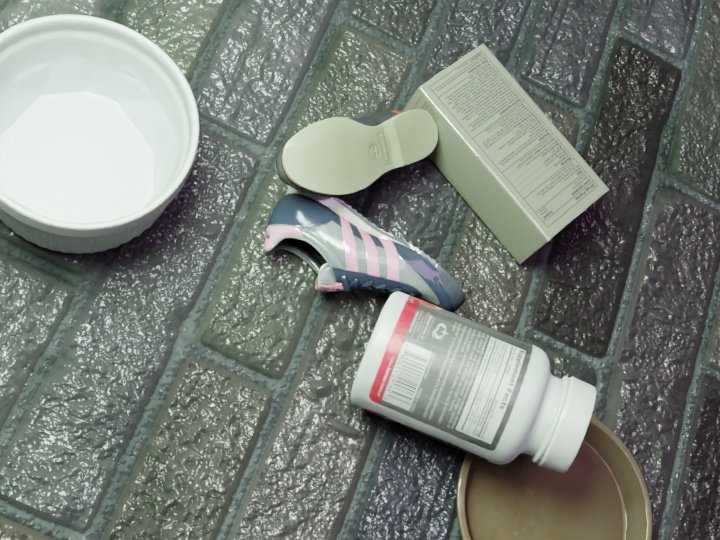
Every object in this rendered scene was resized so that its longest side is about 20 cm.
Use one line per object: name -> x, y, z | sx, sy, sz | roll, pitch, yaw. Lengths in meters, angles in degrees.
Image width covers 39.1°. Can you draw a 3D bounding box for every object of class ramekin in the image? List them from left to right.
ramekin -> -0.247, -0.111, 0.891 | 0.199, 0.105, 0.202 | 6, 69, -16

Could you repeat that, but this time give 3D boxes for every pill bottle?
pill bottle -> 0.100, 0.104, 0.897 | 0.199, 0.111, 0.111 | 22, 65, 6

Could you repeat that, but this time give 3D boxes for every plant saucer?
plant saucer -> 0.178, 0.224, 0.945 | 0.199, 0.029, 0.201 | 6, 69, -16

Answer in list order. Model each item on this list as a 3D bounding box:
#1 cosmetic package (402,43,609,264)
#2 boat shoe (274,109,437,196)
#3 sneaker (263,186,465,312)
cosmetic package -> 0.144, -0.119, 1.037 | 0.103, 0.073, 0.200 | -36, 84, -26
boat shoe -> -0.010, -0.114, 0.960 | 0.199, 0.062, 0.072 | -23, 107, -43
sneaker -> 0.000, 0.000, 0.954 | 0.199, 0.070, 0.082 | 31, 69, 3
